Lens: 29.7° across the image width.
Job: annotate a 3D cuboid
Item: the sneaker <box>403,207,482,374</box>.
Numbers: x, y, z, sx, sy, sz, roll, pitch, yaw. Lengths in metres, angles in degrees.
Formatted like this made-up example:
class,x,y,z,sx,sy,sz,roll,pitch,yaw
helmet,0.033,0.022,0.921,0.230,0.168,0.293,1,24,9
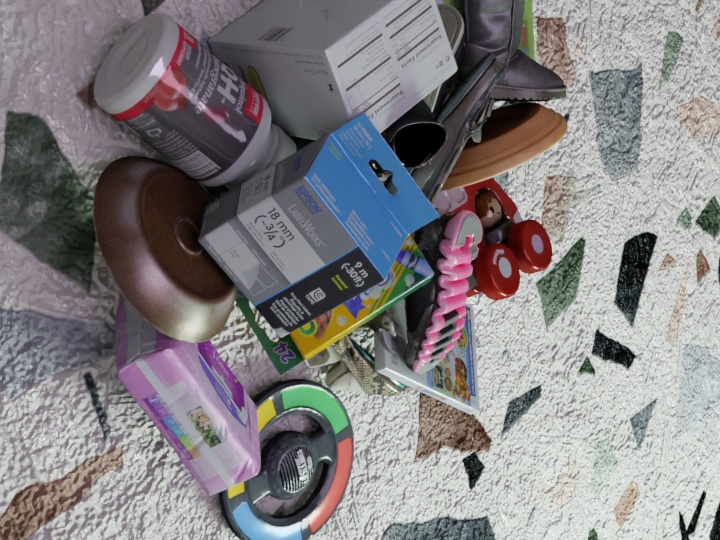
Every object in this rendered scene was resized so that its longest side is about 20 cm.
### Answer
class,x,y,z,sx,sy,sz,roll,pitch,yaw
sneaker,0.075,0.018,1.579,0.079,0.095,0.203,-9,116,-59

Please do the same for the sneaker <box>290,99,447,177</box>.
class,x,y,z,sx,sy,sz,roll,pitch,yaw
sneaker,-0.009,-0.117,1.402,0.199,0.106,0.075,-33,114,-2

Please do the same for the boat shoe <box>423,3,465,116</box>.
class,x,y,z,sx,sy,sz,roll,pitch,yaw
boat shoe,0.060,-0.194,1.507,0.202,0.074,0.066,-67,161,-2

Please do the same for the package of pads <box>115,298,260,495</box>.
class,x,y,z,sx,sy,sz,roll,pitch,yaw
package of pads,-0.178,0.121,1.402,0.075,0.121,0.201,-24,125,10

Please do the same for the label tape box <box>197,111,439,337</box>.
class,x,y,z,sx,sy,sz,roll,pitch,yaw
label tape box,-0.041,-0.042,1.348,0.145,0.199,0.064,51,23,-26

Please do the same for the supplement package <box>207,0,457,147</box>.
class,x,y,z,sx,sy,sz,roll,pitch,yaw
supplement package,-0.030,-0.224,1.415,0.155,0.199,0.112,-41,123,-28

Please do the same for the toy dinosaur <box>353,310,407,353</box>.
class,x,y,z,sx,sy,sz,roll,pitch,yaw
toy dinosaur,0.000,0.000,1.566,0.201,0.076,0.103,-90,159,-53

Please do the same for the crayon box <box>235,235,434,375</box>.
class,x,y,z,sx,sy,sz,roll,pitch,yaw
crayon box,-0.036,0.007,1.467,0.199,0.052,0.127,-32,84,-5

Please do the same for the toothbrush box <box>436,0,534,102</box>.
class,x,y,z,sx,sy,sz,roll,pitch,yaw
toothbrush box,0.113,-0.271,1.621,0.199,0.085,0.148,-20,113,-40

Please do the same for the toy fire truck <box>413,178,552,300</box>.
class,x,y,z,sx,sy,sz,roll,pitch,yaw
toy fire truck,0.137,-0.051,1.675,0.199,0.111,0.170,-34,102,-47

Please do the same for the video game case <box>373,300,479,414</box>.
class,x,y,z,sx,sy,sz,roll,pitch,yaw
video game case,0.081,0.082,1.662,0.199,0.018,0.145,28,52,-46

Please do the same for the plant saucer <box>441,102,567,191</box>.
class,x,y,z,sx,sy,sz,roll,pitch,yaw
plant saucer,0.145,-0.151,1.602,0.199,0.199,0.038,-34,110,-33

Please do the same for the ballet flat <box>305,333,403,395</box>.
class,x,y,z,sx,sy,sz,roll,pitch,yaw
ballet flat,-0.029,0.093,1.587,0.075,0.068,0.201,-40,120,-4

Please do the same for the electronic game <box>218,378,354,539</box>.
class,x,y,z,sx,sy,sz,roll,pitch,yaw
electronic game,-0.083,0.225,1.568,0.198,0.041,0.203,-10,105,-42

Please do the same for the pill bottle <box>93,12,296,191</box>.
class,x,y,z,sx,sy,sz,roll,pitch,yaw
pill bottle,-0.159,-0.155,1.358,0.199,0.110,0.112,38,73,-35

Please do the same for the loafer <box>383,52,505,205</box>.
class,x,y,z,sx,sy,sz,roll,pitch,yaw
loafer,0.103,-0.147,1.514,0.063,0.072,0.201,38,95,-6

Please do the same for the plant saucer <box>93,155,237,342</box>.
class,x,y,z,sx,sy,sz,roll,pitch,yaw
plant saucer,-0.182,-0.029,1.353,0.200,0.036,0.202,39,37,-37

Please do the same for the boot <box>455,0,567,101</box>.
class,x,y,z,sx,sy,sz,roll,pitch,yaw
boot,0.179,-0.299,1.580,0.180,0.072,0.203,-4,96,-44
